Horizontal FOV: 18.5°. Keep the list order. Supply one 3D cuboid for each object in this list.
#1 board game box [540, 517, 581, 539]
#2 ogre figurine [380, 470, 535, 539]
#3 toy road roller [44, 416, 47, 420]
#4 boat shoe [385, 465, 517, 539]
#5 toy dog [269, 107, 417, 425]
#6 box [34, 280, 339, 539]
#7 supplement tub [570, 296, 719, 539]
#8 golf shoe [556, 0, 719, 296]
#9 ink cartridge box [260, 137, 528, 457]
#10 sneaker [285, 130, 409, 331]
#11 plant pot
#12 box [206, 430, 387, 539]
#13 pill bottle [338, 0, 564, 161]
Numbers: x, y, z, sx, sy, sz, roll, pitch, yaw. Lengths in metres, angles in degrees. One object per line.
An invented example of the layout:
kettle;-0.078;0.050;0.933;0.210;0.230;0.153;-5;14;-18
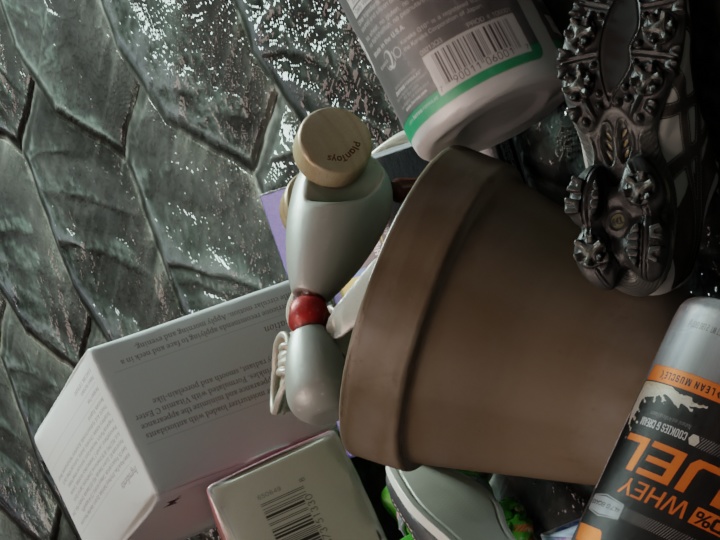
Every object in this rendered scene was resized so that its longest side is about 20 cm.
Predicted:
board game box;0.181;0.250;1.388;0.200;0.041;0.200;121;128;-83
ogre figurine;0.060;0.175;1.572;0.120;0.098;0.200;57;139;46
toy road roller;-0.216;0.153;1.985;0.123;0.146;0.200;66;151;8
boat shoe;0.073;0.190;1.430;0.200;0.074;0.060;40;122;43
toy dog;0.000;0.000;1.395;0.132;0.096;0.200;143;131;-80
box;-0.127;0.124;1.756;0.131;0.199;0.200;63;151;15
supplement tub;0.189;0.125;1.192;0.122;0.122;0.200;16;80;56
golf shoe;0.162;-0.083;1.257;0.078;0.094;0.200;1;81;34
ink cartridge box;0.036;0.017;1.474;0.200;0.047;0.198;-18;93;27
sneaker;0.023;-0.030;1.545;0.075;0.084;0.200;45;121;12
plant pot;0.104;0.047;1.317;0.173;0.200;0.200;21;132;15
box;-0.042;0.215;1.693;0.200;0.109;0.128;95;150;-75
pill bottle;0.043;-0.178;1.366;0.200;0.113;0.113;64;151;13
